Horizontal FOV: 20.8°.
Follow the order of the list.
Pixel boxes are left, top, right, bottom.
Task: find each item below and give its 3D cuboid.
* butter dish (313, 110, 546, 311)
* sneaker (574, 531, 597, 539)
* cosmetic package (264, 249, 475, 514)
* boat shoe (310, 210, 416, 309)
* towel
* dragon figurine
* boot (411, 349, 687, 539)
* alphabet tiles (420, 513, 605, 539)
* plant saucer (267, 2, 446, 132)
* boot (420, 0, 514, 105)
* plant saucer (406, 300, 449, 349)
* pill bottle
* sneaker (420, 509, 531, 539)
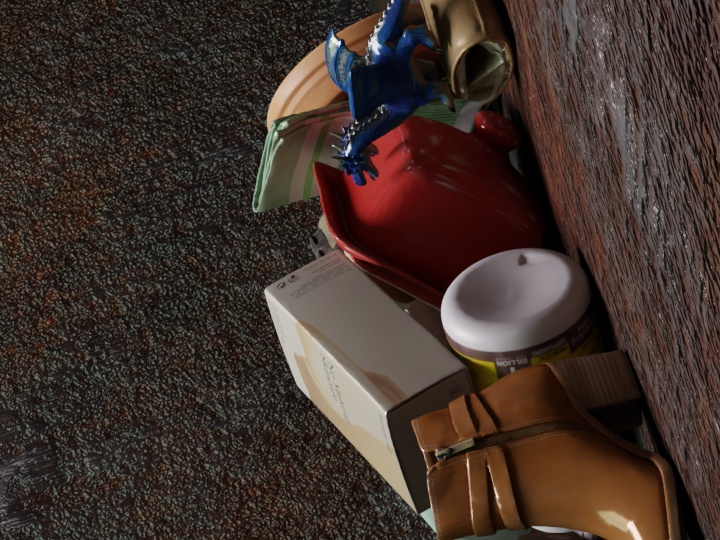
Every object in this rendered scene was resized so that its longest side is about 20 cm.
[{"bbox_3d":[0.077,-0.060,1.573,0.199,0.148,0.200,27,-163,-15],"label":"butter dish"},{"bbox_3d":[0.146,0.152,1.661,0.084,0.075,0.200,29,-176,-30],"label":"sneaker"},{"bbox_3d":[0.012,0.079,1.450,0.200,0.071,0.106,42,155,53],"label":"cosmetic package"},{"bbox_3d":[-0.001,-0.001,1.642,0.071,0.066,0.201,25,-162,-22],"label":"boat shoe"},{"bbox_3d":[0.011,-0.107,1.677,0.153,0.199,0.024,109,144,-62],"label":"towel"},{"bbox_3d":[0.009,-0.149,1.449,0.201,0.099,0.059,74,174,-46],"label":"dragon figurine"},{"bbox_3d":[0.123,0.149,1.260,0.074,0.154,0.201,73,180,-46],"label":"boot"},{"bbox_3d":[0.128,0.210,1.644,0.200,0.166,0.008,-135,55,-61],"label":"alphabet tiles"},{"bbox_3d":[0.016,-0.151,1.684,0.038,0.199,0.200,62,176,23],"label":"plant saucer"},{"bbox_3d":[0.063,-0.214,1.517,0.175,0.066,0.201,71,-179,-66],"label":"boot"},{"bbox_3d":[0.116,0.051,1.680,0.200,0.032,0.201,36,-159,-16],"label":"plant saucer"},{"bbox_3d":[0.131,0.092,1.429,0.109,0.109,0.201,-106,-1,-57],"label":"pill bottle"},{"bbox_3d":[0.118,0.140,1.554,0.074,0.200,0.119,15,142,48],"label":"sneaker"}]
